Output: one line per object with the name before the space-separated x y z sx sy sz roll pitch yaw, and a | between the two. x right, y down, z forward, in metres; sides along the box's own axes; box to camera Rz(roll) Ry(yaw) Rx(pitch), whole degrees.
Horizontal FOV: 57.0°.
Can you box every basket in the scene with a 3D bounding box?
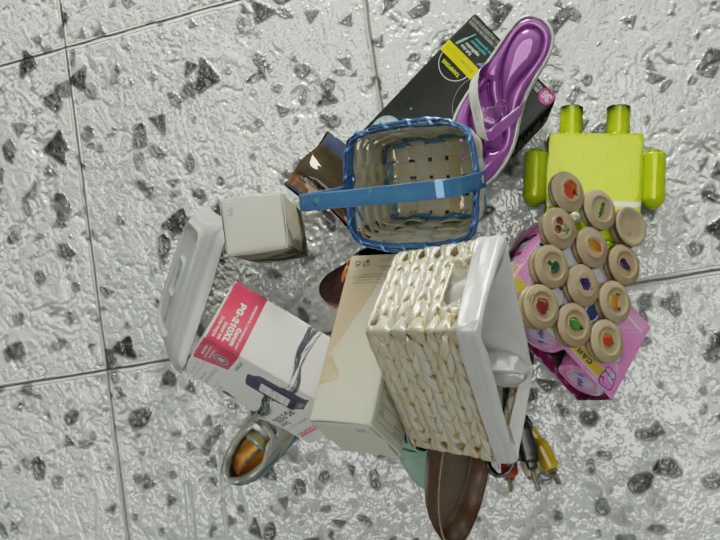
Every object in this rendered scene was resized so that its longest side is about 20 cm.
basket | 0.098 0.083 0.689 0.120 0.137 0.203 -1 130 26
basket | 0.052 -0.088 0.701 0.172 0.199 0.143 0 98 30

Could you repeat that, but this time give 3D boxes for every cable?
cable | 0.202 0.194 0.885 0.094 0.050 0.206 -11 77 7

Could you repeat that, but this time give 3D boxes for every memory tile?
memory tile | 0.266 -0.005 0.781 0.151 0.017 0.204 26 69 -17

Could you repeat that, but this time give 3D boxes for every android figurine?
android figurine | 0.303 -0.113 0.865 0.177 0.041 0.206 4 88 12

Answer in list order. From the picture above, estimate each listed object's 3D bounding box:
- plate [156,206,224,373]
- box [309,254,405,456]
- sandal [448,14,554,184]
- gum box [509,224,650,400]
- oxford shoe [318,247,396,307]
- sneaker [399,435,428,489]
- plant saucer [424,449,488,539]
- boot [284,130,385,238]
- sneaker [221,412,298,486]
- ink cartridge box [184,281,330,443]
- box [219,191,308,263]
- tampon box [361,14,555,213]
plate | -0.238 0.014 0.906 0.032 0.199 0.205 17 94 -25
box | 0.016 0.092 0.744 0.076 0.095 0.204 -1 56 27
sandal | 0.156 -0.199 0.761 0.081 0.050 0.207 23 96 11
gum box | 0.247 0.046 0.808 0.200 0.066 0.114 45 66 -9
oxford shoe | 0.000 0.000 0.871 0.198 0.071 0.073 -21 58 45
sneaker | 0.071 0.221 0.845 0.072 0.119 0.205 -9 110 9
plant saucer | 0.121 0.234 0.821 0.031 0.199 0.206 5 90 27
boot | 0.001 -0.102 0.908 0.198 0.075 0.098 33 88 -1
sneaker | -0.117 0.216 0.923 0.076 0.081 0.202 35 89 11
ink cartridge box | -0.105 0.121 0.826 0.197 0.145 0.086 32 58 -10
box | -0.120 -0.051 0.867 0.080 0.200 0.070 -8 88 3
tampon box | 0.127 -0.186 0.858 0.200 0.126 0.150 -45 81 7
